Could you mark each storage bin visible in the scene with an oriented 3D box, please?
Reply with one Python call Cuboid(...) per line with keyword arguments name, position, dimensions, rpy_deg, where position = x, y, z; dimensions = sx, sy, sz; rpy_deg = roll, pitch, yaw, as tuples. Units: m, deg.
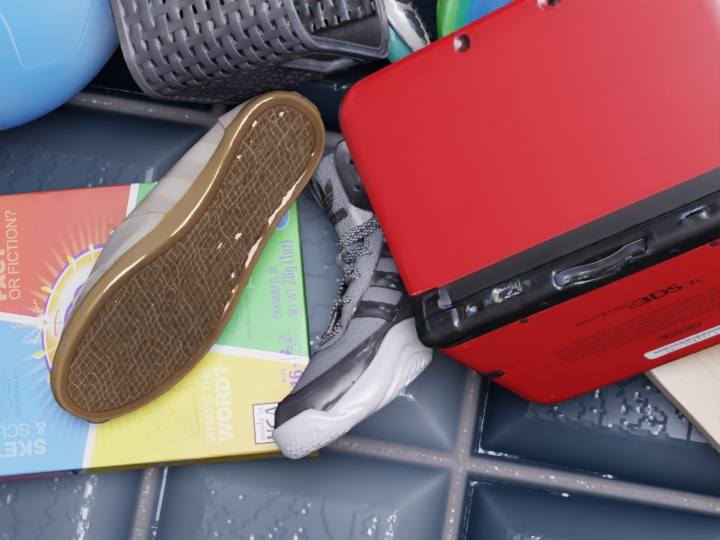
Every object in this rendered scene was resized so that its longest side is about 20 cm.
Cuboid(name="storage bin", position=(-0.068, -0.192, 0.832), dimensions=(0.093, 0.135, 0.201), rpy_deg=(-14, 89, 20))

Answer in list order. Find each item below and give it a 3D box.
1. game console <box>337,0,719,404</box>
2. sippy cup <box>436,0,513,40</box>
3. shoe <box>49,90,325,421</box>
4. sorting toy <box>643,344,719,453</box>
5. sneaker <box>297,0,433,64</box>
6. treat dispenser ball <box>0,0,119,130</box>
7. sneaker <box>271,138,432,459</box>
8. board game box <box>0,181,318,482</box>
Cuboid(name="game console", position=(0.118, -0.039, 0.787), dimensions=(0.199, 0.172, 0.119), rpy_deg=(-24, 57, 29))
Cuboid(name="sippy cup", position=(0.093, -0.166, 0.883), dimensions=(0.139, 0.178, 0.131), rpy_deg=(-19, 40, 0))
Cuboid(name="shoe", position=(-0.091, -0.009, 0.867), dimensions=(0.070, 0.053, 0.200), rpy_deg=(40, 85, -25))
Cuboid(name="sorting toy", position=(0.230, 0.003, 0.890), dimensions=(0.199, 0.070, 0.200), rpy_deg=(-42, 82, -7))
Cuboid(name="sneaker", position=(-0.042, -0.170, 0.934), dimensions=(0.200, 0.077, 0.080), rpy_deg=(38, 97, 14))
Cuboid(name="treat dispenser ball", position=(-0.211, -0.170, 0.862), dimensions=(0.199, 0.201, 0.202), rpy_deg=(0, 79, 0))
Cuboid(name="sneaker", position=(0.000, 0.000, 0.871), dimensions=(0.114, 0.075, 0.200), rpy_deg=(46, 65, -1))
Cuboid(name="board game box", position=(-0.127, 0.032, 0.902), dimensions=(0.199, 0.040, 0.154), rpy_deg=(-6, 79, -1))
